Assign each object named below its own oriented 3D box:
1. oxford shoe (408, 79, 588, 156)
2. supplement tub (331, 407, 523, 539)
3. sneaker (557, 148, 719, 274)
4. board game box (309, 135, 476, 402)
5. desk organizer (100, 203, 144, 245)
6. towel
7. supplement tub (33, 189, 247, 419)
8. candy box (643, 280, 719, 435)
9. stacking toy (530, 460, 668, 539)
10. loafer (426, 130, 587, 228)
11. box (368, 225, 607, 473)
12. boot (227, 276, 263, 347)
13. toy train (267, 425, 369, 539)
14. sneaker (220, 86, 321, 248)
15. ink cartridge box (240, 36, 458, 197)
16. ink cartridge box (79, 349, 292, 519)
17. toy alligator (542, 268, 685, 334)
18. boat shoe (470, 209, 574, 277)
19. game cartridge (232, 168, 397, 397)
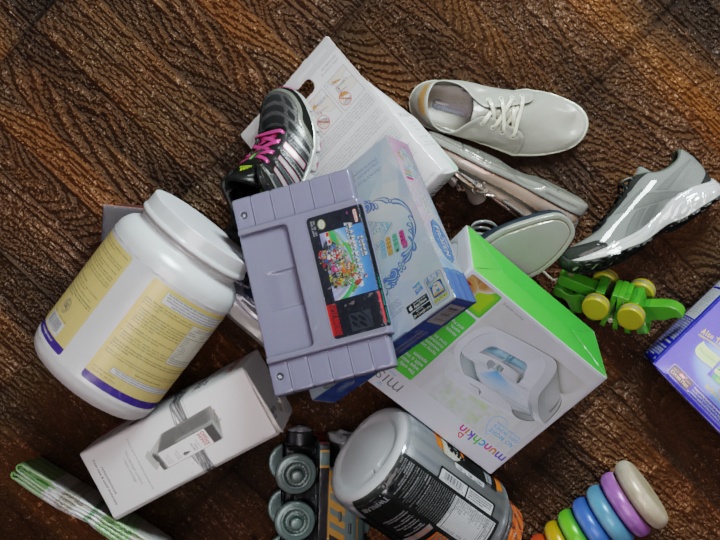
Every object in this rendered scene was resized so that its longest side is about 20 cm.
[{"bbox_3d":[0.151,-0.168,1.340,0.199,0.058,0.076,10,92,-2],"label":"oxford shoe"},{"bbox_3d":[0.076,0.247,1.332,0.200,0.123,0.123,39,96,-25],"label":"supplement tub"},{"bbox_3d":[0.295,-0.061,1.340,0.200,0.074,0.080,-31,82,-11],"label":"sneaker"},{"bbox_3d":[0.000,0.000,1.262,0.200,0.043,0.200,-37,60,27],"label":"board game box"},{"bbox_3d":[-0.247,0.028,1.357,0.071,0.077,0.201,5,96,0],"label":"desk organizer"},{"bbox_3d":[-0.286,0.269,1.348,0.200,0.149,0.031,32,81,-1],"label":"towel"},{"bbox_3d":[-0.218,0.034,1.246,0.145,0.145,0.200,38,95,-3],"label":"supplement tub"},{"bbox_3d":[0.443,0.086,1.351,0.200,0.077,0.169,-44,92,6],"label":"candy box"},{"bbox_3d":[0.243,0.302,1.382,0.200,0.085,0.085,-37,94,11],"label":"stacking toy"},{"bbox_3d":[0.149,-0.087,1.345,0.199,0.072,0.063,24,103,-4],"label":"loafer"},{"bbox_3d":[0.125,0.086,1.305,0.200,0.097,0.176,39,113,-19],"label":"box"},{"bbox_3d":[-0.102,0.030,1.367,0.200,0.073,0.090,42,81,-6],"label":"boot"},{"bbox_3d":[-0.045,0.273,1.382,0.113,0.085,0.201,1,93,-12],"label":"toy train"},{"bbox_3d":[-0.099,-0.105,1.285,0.074,0.087,0.201,-5,73,40],"label":"sneaker"},{"bbox_3d":[-0.015,-0.127,1.339,0.161,0.050,0.200,-45,75,24],"label":"ink cartridge box"},{"bbox_3d":[-0.185,0.173,1.337,0.199,0.147,0.083,-28,93,3],"label":"ink cartridge box"},{"bbox_3d":[0.257,0.033,1.364,0.199,0.059,0.054,16,131,16],"label":"toy alligator"},{"bbox_3d":[0.140,-0.012,1.337,0.200,0.062,0.075,-36,115,20],"label":"boat shoe"},{"bbox_3d":[-0.044,0.011,1.200,0.129,0.038,0.201,-16,81,14],"label":"game cartridge"}]
